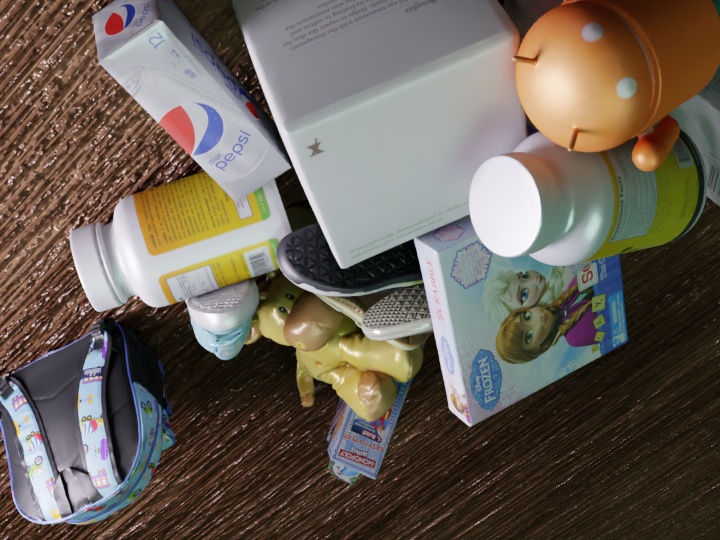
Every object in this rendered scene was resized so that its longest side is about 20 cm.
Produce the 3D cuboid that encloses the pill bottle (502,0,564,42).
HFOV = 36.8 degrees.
[{"bbox_3d":[0.186,-0.266,0.918,0.114,0.115,0.201,-4,140,-23],"label":"pill bottle"}]

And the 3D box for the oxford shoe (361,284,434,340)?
[{"bbox_3d":[0.098,0.039,1.095,0.199,0.075,0.058,-18,124,-14],"label":"oxford shoe"}]

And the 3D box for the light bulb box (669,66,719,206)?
[{"bbox_3d":[0.453,-0.147,1.103,0.199,0.198,0.125,-32,147,-14],"label":"light bulb box"}]

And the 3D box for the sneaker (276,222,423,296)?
[{"bbox_3d":[0.000,0.000,1.049,0.199,0.072,0.083,0,159,-34],"label":"sneaker"}]

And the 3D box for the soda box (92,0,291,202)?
[{"bbox_3d":[-0.140,-0.149,0.923,0.063,0.069,0.200,-30,138,11],"label":"soda box"}]

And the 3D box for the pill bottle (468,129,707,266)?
[{"bbox_3d":[0.188,-0.065,0.902,0.199,0.112,0.112,-11,145,-37],"label":"pill bottle"}]

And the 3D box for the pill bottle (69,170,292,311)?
[{"bbox_3d":[-0.169,-0.030,1.039,0.199,0.112,0.111,-18,144,-5],"label":"pill bottle"}]

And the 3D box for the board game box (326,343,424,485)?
[{"bbox_3d":[0.005,0.173,1.314,0.061,0.201,0.200,24,144,-4],"label":"board game box"}]

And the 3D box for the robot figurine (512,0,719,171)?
[{"bbox_3d":[0.199,-0.161,0.829,0.200,0.116,0.145,-32,134,-34],"label":"robot figurine"}]

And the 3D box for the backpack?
[{"bbox_3d":[-0.291,0.181,1.173,0.182,0.201,0.135,-28,144,7],"label":"backpack"}]

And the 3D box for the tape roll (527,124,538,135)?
[{"bbox_3d":[0.115,-0.062,1.128,0.198,0.085,0.201,-1,143,-1],"label":"tape roll"}]

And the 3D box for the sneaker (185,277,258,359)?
[{"bbox_3d":[-0.133,0.051,1.094,0.073,0.200,0.082,-21,100,-9],"label":"sneaker"}]

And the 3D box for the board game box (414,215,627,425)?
[{"bbox_3d":[0.161,0.021,1.043,0.199,0.041,0.201,-25,121,-18],"label":"board game box"}]

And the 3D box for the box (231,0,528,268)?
[{"bbox_3d":[0.024,-0.150,0.932,0.198,0.172,0.200,-23,144,-1],"label":"box"}]

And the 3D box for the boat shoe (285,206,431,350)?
[{"bbox_3d":[-0.012,0.013,1.143,0.073,0.200,0.063,-54,180,-18],"label":"boat shoe"}]

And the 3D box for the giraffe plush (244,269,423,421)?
[{"bbox_3d":[-0.042,0.057,1.213,0.199,0.174,0.162,-4,147,40],"label":"giraffe plush"}]

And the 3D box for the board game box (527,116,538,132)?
[{"bbox_3d":[0.250,-0.157,1.152,0.198,0.041,0.201,-14,143,-9],"label":"board game box"}]

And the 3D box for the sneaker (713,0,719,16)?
[{"bbox_3d":[0.316,-0.253,0.997,0.199,0.121,0.084,17,129,-41],"label":"sneaker"}]
